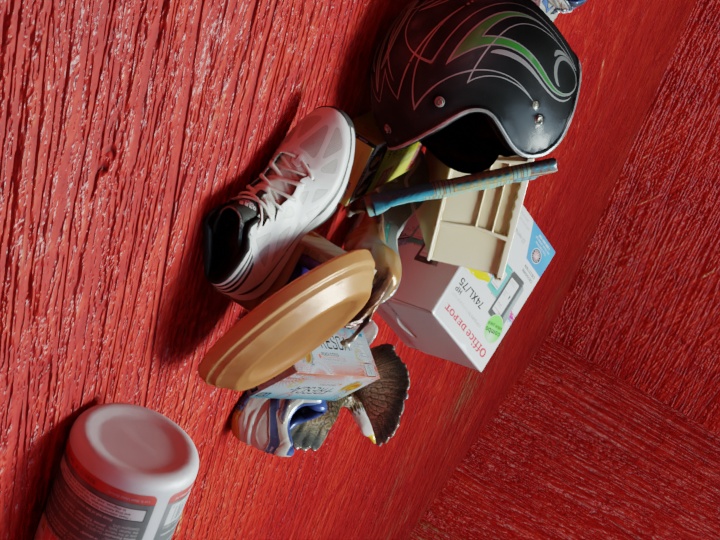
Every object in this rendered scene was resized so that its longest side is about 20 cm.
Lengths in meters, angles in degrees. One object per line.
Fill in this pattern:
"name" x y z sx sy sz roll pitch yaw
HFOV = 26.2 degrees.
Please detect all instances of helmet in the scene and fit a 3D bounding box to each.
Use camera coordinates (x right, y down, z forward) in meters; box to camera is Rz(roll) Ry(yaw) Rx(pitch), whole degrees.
"helmet" 0.105 -0.195 1.554 0.200 0.189 0.201 -49 -154 34

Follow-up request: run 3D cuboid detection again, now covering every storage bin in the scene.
"storage bin" 0.133 -0.123 1.813 0.200 0.093 0.200 -98 -160 -69

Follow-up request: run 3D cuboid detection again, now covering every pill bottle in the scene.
"pill bottle" -0.224 0.226 1.353 0.116 0.115 0.201 -35 152 -62

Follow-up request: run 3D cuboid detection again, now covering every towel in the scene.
"towel" 0.099 -0.085 1.607 0.147 0.198 0.022 -115 -167 -88

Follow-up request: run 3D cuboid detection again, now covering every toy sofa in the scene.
"toy sofa" -0.062 0.008 1.550 0.083 0.097 0.200 -60 168 5

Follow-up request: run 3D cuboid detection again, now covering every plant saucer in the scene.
"plant saucer" -0.063 0.053 1.464 0.199 0.038 0.200 -35 170 -7

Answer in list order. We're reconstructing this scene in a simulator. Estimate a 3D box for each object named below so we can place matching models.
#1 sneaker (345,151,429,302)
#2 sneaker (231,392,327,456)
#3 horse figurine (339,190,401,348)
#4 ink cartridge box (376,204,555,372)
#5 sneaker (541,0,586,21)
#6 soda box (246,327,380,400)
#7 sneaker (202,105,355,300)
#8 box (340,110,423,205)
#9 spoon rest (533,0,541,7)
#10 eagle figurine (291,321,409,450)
"sneaker" 0.020 -0.059 1.815 0.080 0.070 0.202 -4 -116 58
"sneaker" -0.067 0.131 1.818 0.201 0.088 0.075 -57 165 -21
"horse figurine" 0.000 0.000 1.700 0.133 0.050 0.200 -50 -155 15
"ink cartridge box" 0.126 0.000 2.037 0.201 0.145 0.147 -57 133 -16
"sneaker" 0.256 -0.361 2.009 0.077 0.085 0.200 -58 168 -10
"soda box" -0.057 0.100 1.693 0.068 0.064 0.200 -28 162 22
"sneaker" -0.074 -0.063 1.394 0.202 0.075 0.115 -59 169 2
"box" 0.017 -0.130 1.656 0.076 0.050 0.200 -64 168 23
"spoon rest" 0.164 -0.293 1.683 0.099 0.060 0.202 10 76 -40
"eagle figurine" -0.012 0.148 1.908 0.152 0.150 0.200 -54 175 7
